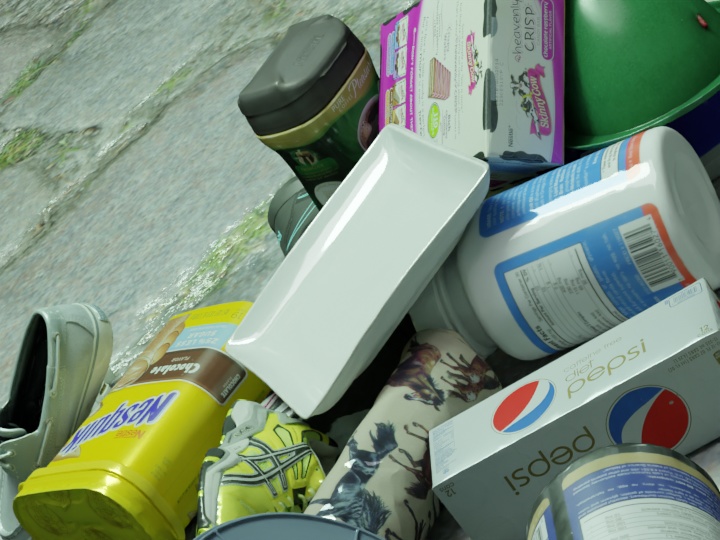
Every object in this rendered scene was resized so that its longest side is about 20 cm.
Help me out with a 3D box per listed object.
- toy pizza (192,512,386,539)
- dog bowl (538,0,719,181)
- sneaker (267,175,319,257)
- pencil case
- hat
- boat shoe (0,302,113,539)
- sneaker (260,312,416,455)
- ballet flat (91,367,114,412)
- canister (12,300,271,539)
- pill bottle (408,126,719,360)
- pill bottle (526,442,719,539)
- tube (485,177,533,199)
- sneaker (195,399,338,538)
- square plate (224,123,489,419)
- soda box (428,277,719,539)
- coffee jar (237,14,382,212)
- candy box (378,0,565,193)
[{"bbox_3d":[-0.018,0.212,1.280,0.201,0.199,0.032,-80,12,-56],"label":"toy pizza"},{"bbox_3d":[0.207,-0.129,1.671,0.199,0.079,0.201,-30,25,16],"label":"dog bowl"},{"bbox_3d":[0.015,-0.067,1.844,0.200,0.075,0.080,-37,34,19],"label":"sneaker"},{"bbox_3d":[0.022,0.134,1.459,0.077,0.090,0.200,13,49,23],"label":"pencil case"},{"bbox_3d":[0.153,-0.203,1.550,0.165,0.177,0.200,-32,21,1],"label":"hat"},{"bbox_3d":[-0.248,0.117,1.738,0.070,0.071,0.202,31,108,45],"label":"boat shoe"},{"bbox_3d":[-0.023,0.087,1.600,0.199,0.081,0.086,-34,19,0],"label":"sneaker"},{"bbox_3d":[-0.226,0.099,1.863,0.062,0.068,0.200,-27,25,-4],"label":"ballet flat"},{"bbox_3d":[-0.143,0.120,1.686,0.148,0.087,0.200,-13,32,50],"label":"canister"},{"bbox_3d":[0.132,-0.008,1.514,0.199,0.113,0.113,-22,28,25],"label":"pill bottle"},{"bbox_3d":[0.147,0.183,1.164,0.111,0.112,0.200,-30,26,13],"label":"pill bottle"},{"bbox_3d":[0.110,-0.080,1.756,0.058,0.052,0.200,6,35,10],"label":"tube"},{"bbox_3d":[-0.060,0.142,1.454,0.076,0.076,0.200,9,28,4],"label":"sneaker"},{"bbox_3d":[0.000,0.000,1.553,0.201,0.028,0.198,-54,23,-2],"label":"square plate"},{"bbox_3d":[0.141,0.090,1.388,0.199,0.068,0.064,-30,25,16],"label":"soda box"},{"bbox_3d":[-0.005,-0.088,1.731,0.085,0.200,0.105,-11,34,43],"label":"coffee jar"},{"bbox_3d":[0.074,-0.125,1.609,0.200,0.061,0.138,162,111,-69],"label":"candy box"}]
